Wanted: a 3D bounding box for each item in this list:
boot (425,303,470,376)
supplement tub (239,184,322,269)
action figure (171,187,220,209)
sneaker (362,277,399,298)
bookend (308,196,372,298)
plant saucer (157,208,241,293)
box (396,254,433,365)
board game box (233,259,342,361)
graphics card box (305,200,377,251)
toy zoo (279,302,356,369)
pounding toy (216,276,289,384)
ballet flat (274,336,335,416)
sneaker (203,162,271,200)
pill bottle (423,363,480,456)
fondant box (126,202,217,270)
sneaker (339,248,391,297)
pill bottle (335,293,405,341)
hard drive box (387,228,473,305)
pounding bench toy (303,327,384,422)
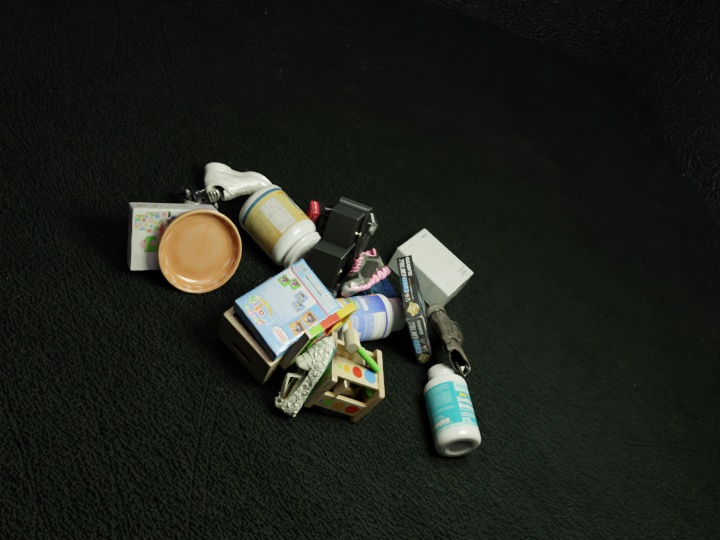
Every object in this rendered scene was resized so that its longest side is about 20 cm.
[{"bbox_3d":[0.232,0.194,1.616,0.200,0.068,0.176,49,13,-43],"label":"boot"},{"bbox_3d":[-0.205,-0.106,1.663,0.200,0.146,0.144,45,45,15],"label":"supplement tub"},{"bbox_3d":[-0.404,-0.156,1.633,0.200,0.103,0.118,43,56,11],"label":"action figure"},{"bbox_3d":[0.045,0.033,1.725,0.200,0.079,0.066,45,43,13],"label":"sneaker"},{"bbox_3d":[-0.056,-0.062,1.612,0.090,0.205,0.199,19,17,6],"label":"bookend"},{"bbox_3d":[-0.376,-0.048,1.498,0.195,0.206,0.037,-2,21,-30],"label":"plant saucer"},{"bbox_3d":[0.140,0.102,1.635,0.048,0.202,0.202,-13,47,7],"label":"box"},{"bbox_3d":[-0.158,0.083,1.413,0.198,0.037,0.152,-32,76,-36],"label":"board game box"},{"bbox_3d":[-0.063,-0.115,1.764,0.195,0.127,0.052,9,45,-20],"label":"graphics card box"},{"bbox_3d":[-0.084,0.138,1.427,0.021,0.132,0.199,48,40,10],"label":"toy zoo"},{"bbox_3d":[-0.224,0.123,1.474,0.200,0.143,0.183,44,53,9],"label":"pounding toy"},{"bbox_3d":[-0.123,0.225,1.374,0.071,0.203,0.072,29,12,-7],"label":"ballet flat"},{"bbox_3d":[-0.338,-0.227,1.769,0.195,0.075,0.102,11,65,-20],"label":"sneaker"},{"bbox_3d":[0.211,0.326,1.525,0.108,0.112,0.204,8,48,-22],"label":"pill bottle"},{"bbox_3d":[-0.441,-0.080,1.504,0.195,0.148,0.058,-2,22,-31],"label":"fondant box"},{"bbox_3d":[0.000,0.000,1.616,0.199,0.078,0.098,-31,100,-57],"label":"sneaker"},{"bbox_3d":[0.014,0.119,1.603,0.196,0.113,0.114,-6,53,-32],"label":"pill bottle"},{"bbox_3d":[0.202,-0.004,1.844,0.200,0.077,0.155,44,45,13],"label":"hard drive box"},{"bbox_3d":[-0.011,0.222,1.416,0.153,0.200,0.126,22,42,-24],"label":"pounding bench toy"}]
